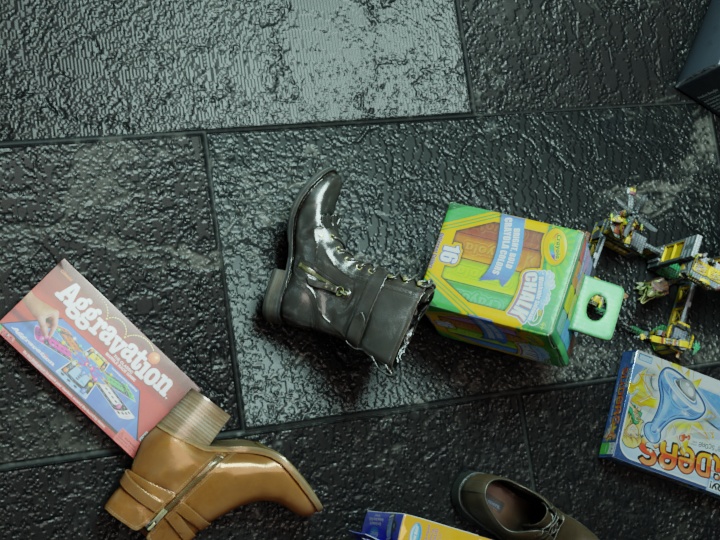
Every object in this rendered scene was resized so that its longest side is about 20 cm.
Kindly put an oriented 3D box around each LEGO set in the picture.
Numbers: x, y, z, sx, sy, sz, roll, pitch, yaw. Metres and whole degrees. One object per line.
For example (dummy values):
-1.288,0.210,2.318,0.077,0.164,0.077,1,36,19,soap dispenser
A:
0.349,0.010,1.469,0.200,0.116,0.154,34,72,-11,LEGO set

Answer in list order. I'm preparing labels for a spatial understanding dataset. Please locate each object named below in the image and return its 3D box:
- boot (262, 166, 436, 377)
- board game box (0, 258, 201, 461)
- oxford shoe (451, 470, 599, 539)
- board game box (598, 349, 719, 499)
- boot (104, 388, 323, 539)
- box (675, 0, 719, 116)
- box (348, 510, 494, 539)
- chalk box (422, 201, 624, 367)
0.000,0.000,1.336,0.174,0.069,0.200,16,84,20,boot
-0.273,0.093,1.294,0.200,0.019,0.103,45,70,-8,board game box
0.201,0.291,1.392,0.200,0.084,0.073,29,71,-14,oxford shoe
0.395,0.191,1.500,0.200,0.034,0.136,20,75,-15,board game box
-0.152,0.238,1.292,0.200,0.074,0.155,39,79,-10,boot
0.528,-0.257,1.582,0.200,0.104,0.148,31,73,-12,box
0.090,0.296,1.333,0.200,0.119,0.042,22,75,-15,box
0.183,0.022,1.359,0.200,0.124,0.125,13,74,22,chalk box
